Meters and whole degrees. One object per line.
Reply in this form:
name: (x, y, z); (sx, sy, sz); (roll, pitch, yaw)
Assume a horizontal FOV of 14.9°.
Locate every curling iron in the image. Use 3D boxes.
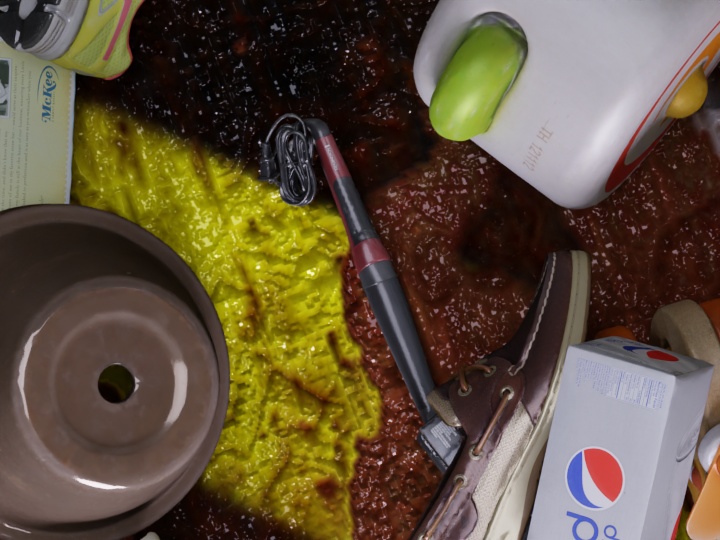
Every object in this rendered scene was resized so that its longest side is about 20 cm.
curling iron: (0.000, 0.000, 1.604); (0.049, 0.026, 0.201); (-30, 88, 27)

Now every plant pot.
plant pot: (-0.153, 0.062, 1.515); (0.199, 0.174, 0.202); (0, 90, -19)

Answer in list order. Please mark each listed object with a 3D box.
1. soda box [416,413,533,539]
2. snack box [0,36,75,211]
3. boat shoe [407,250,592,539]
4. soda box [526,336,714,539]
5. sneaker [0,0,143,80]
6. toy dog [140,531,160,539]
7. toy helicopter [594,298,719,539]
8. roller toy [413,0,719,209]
soda box: (0.116, 0.151, 1.549); (0.063, 0.071, 0.200); (-37, 84, -5)
snack box: (-0.229, -0.038, 1.606); (0.115, 0.037, 0.202); (4, 87, -25)
boat shoe: (0.071, 0.077, 1.491); (0.072, 0.072, 0.201); (19, 85, 0)
soda box: (0.129, 0.140, 1.461); (0.063, 0.068, 0.201); (15, 99, 23)
sneaker: (-0.146, -0.202, 1.617); (0.078, 0.090, 0.201); (1, 66, 45)
toy dog: (-0.112, 0.276, 1.523); (0.200, 0.194, 0.140); (45, 131, 5)
toy helicopter: (0.198, 0.115, 1.517); (0.078, 0.132, 0.201); (-14, 97, -12)
roller toy: (0.133, -0.135, 1.508); (0.139, 0.182, 0.200); (37, 95, 9)
